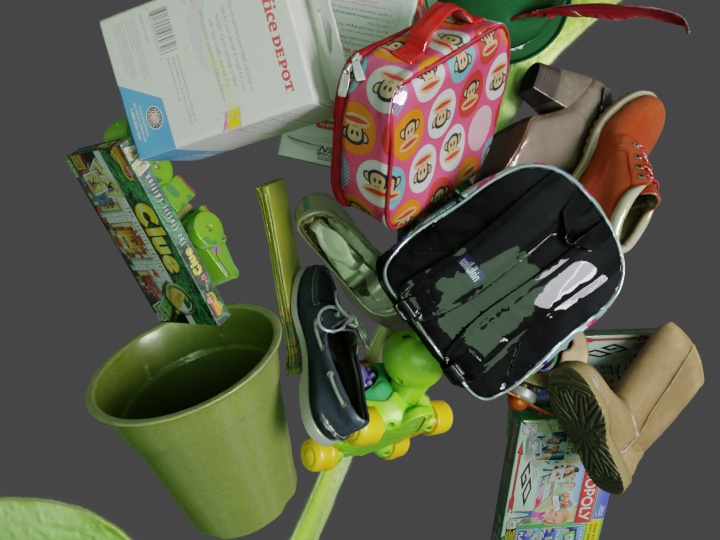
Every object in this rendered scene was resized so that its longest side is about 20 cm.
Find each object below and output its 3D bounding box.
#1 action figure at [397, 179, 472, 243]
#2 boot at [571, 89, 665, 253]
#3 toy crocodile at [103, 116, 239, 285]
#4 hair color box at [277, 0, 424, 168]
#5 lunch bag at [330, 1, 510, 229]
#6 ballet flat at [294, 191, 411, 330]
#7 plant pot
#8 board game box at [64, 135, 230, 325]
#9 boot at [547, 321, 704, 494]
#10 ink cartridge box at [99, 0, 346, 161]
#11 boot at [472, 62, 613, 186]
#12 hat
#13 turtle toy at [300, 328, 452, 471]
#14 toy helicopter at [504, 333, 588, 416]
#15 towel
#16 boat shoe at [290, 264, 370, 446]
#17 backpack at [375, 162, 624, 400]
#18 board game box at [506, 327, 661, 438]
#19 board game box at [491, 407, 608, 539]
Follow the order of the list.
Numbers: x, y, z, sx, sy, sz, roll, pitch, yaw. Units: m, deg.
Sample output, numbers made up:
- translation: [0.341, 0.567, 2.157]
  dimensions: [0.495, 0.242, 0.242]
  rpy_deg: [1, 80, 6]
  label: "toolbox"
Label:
- translation: [0.071, -0.113, 0.794]
  dimensions: [0.118, 0.055, 0.201]
  rpy_deg: [-18, 99, -4]
  label: "action figure"
- translation: [0.278, -0.101, 0.745]
  dimensions: [0.075, 0.107, 0.200]
  rpy_deg: [39, 79, -32]
  label: "boot"
- translation: [-0.195, -0.069, 0.749]
  dimensions: [0.067, 0.062, 0.200]
  rpy_deg: [-24, 110, 38]
  label: "toy crocodile"
- translation: [-0.008, -0.204, 0.740]
  dimensions: [0.110, 0.064, 0.201]
  rpy_deg: [14, 97, 8]
  label: "hair color box"
- translation: [0.059, -0.151, 0.652]
  dimensions: [0.200, 0.082, 0.177]
  rpy_deg: [-37, 144, -39]
  label: "lunch bag"
- translation: [0.000, 0.000, 0.793]
  dimensions: [0.069, 0.069, 0.200]
  rpy_deg: [-44, 105, 0]
  label: "ballet flat"
- translation: [-0.151, 0.166, 0.748]
  dimensions: [0.199, 0.200, 0.191]
  rpy_deg: [-19, 116, -7]
  label: "plant pot"
- translation: [-0.210, -0.033, 0.716]
  dimensions: [0.023, 0.104, 0.201]
  rpy_deg: [-47, 123, -42]
  label: "board game box"
- translation: [0.301, 0.121, 0.805]
  dimensions: [0.200, 0.066, 0.176]
  rpy_deg: [-38, 117, -30]
  label: "boot"
- translation: [-0.106, -0.189, 0.665]
  dimensions: [0.199, 0.125, 0.129]
  rpy_deg: [-13, 94, 15]
  label: "ink cartridge box"
- translation: [0.219, -0.127, 0.798]
  dimensions: [0.146, 0.070, 0.201]
  rpy_deg: [28, 86, -23]
  label: "boot"
- translation: [0.179, -0.296, 0.712]
  dimensions: [0.199, 0.176, 0.166]
  rpy_deg: [-10, 102, -9]
  label: "hat"
- translation: [0.022, 0.138, 0.776]
  dimensions: [0.145, 0.101, 0.200]
  rpy_deg: [4, 146, -43]
  label: "turtle toy"
- translation: [0.155, 0.098, 0.811]
  dimensions: [0.199, 0.079, 0.133]
  rpy_deg: [-1, 81, 1]
  label: "toy helicopter"
- translation: [-0.079, 0.004, 0.770]
  dimensions: [0.018, 0.086, 0.201]
  rpy_deg: [-7, 102, 7]
  label: "towel"
- translation: [-0.028, 0.072, 0.722]
  dimensions: [0.062, 0.201, 0.075]
  rpy_deg: [-28, 136, 25]
  label: "boat shoe"
- translation: [0.135, 0.001, 0.681]
  dimensions: [0.200, 0.151, 0.178]
  rpy_deg: [-38, 92, 5]
  label: "backpack"
- translation: [0.282, 0.142, 0.892]
  dimensions: [0.199, 0.029, 0.135]
  rpy_deg: [-2, 100, -10]
  label: "board game box"
- translation: [0.238, 0.258, 0.878]
  dimensions: [0.134, 0.029, 0.201]
  rpy_deg: [0, 112, -10]
  label: "board game box"
